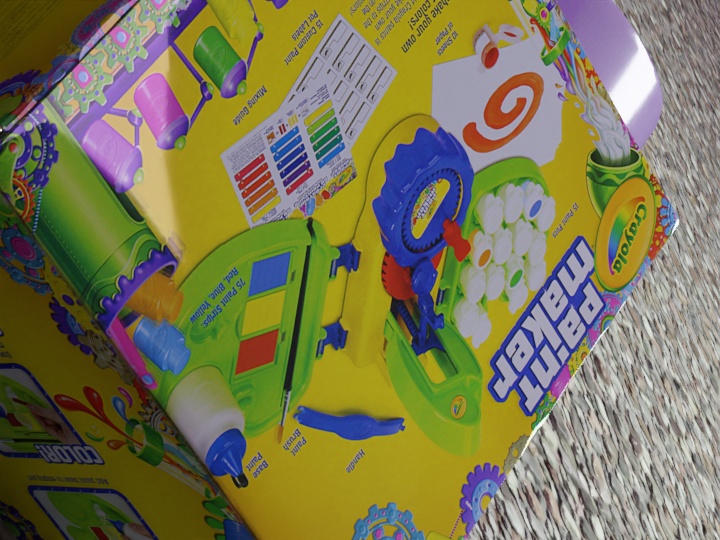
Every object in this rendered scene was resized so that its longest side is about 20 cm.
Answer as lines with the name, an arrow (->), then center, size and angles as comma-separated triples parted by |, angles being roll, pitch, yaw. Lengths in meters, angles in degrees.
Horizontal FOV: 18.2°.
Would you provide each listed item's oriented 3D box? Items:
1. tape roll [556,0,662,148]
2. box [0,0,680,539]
tape roll -> 0.013, -0.087, 0.845 | 0.200, 0.066, 0.200 | 35, -13, 9
box -> -0.033, -0.018, 0.671 | 0.200, 0.122, 0.193 | -51, 120, -33
